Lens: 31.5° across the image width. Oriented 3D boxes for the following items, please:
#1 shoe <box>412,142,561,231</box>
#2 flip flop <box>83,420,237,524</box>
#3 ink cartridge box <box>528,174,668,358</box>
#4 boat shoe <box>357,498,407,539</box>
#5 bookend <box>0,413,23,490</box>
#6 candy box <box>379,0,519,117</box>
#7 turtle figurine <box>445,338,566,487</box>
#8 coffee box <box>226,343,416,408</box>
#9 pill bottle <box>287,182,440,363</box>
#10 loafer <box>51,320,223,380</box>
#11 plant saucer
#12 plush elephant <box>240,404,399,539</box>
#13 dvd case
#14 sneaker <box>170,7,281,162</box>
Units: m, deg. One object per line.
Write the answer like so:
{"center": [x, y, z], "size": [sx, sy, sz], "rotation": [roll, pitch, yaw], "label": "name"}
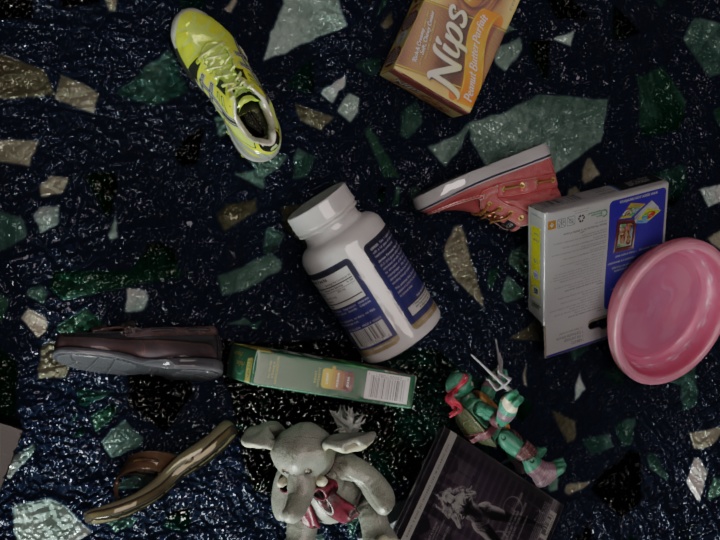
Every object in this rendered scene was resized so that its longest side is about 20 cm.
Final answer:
{"center": [0.166, -0.087, 1.600], "size": [0.199, 0.071, 0.091], "rotation": [-22, 94, -22], "label": "shoe"}
{"center": [-0.232, 0.225, 1.458], "size": [0.200, 0.081, 0.058], "rotation": [-35, 84, -18], "label": "flip flop"}
{"center": [0.305, -0.008, 1.642], "size": [0.197, 0.047, 0.201], "rotation": [-15, 119, -26], "label": "ink cartridge box"}
{"center": [0.098, 0.318, 1.571], "size": [0.200, 0.071, 0.091], "rotation": [-25, 94, -20], "label": "boat shoe"}
{"center": [-0.488, 0.227, 1.354], "size": [0.198, 0.092, 0.201], "rotation": [20, 84, -17], "label": "bookend"}
{"center": [0.119, -0.307, 1.593], "size": [0.115, 0.055, 0.201], "rotation": [27, 81, -18], "label": "candy box"}
{"center": [0.167, 0.174, 1.572], "size": [0.101, 0.150, 0.200], "rotation": [-35, 107, 9], "label": "turtle figurine"}
{"center": [-0.047, 0.123, 1.496], "size": [0.199, 0.123, 0.044], "rotation": [10, 87, -18], "label": "coffee box"}
{"center": [0.000, 0.000, 1.519], "size": [0.111, 0.111, 0.200], "rotation": [-36, 101, -16], "label": "pill bottle"}
{"center": [-0.253, 0.086, 1.460], "size": [0.199, 0.072, 0.063], "rotation": [9, 67, -25], "label": "loafer"}
{"center": [0.395, 0.049, 1.664], "size": [0.200, 0.051, 0.202], "rotation": [-12, 115, -27], "label": "plant saucer"}
{"center": [-0.051, 0.239, 1.468], "size": [0.155, 0.164, 0.201], "rotation": [33, 57, -57], "label": "plush elephant"}
{"center": [0.145, 0.305, 1.553], "size": [0.200, 0.016, 0.149], "rotation": [35, 69, -19], "label": "dvd case"}
{"center": [-0.148, -0.221, 1.486], "size": [0.075, 0.076, 0.200], "rotation": [-37, 100, -14], "label": "sneaker"}
